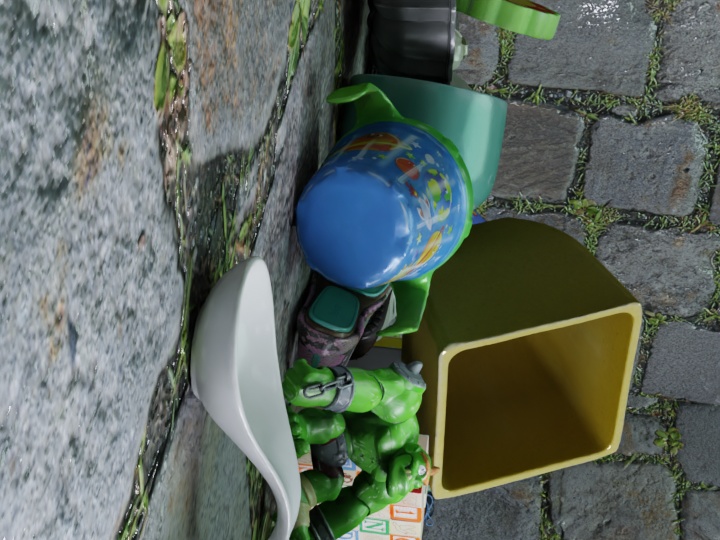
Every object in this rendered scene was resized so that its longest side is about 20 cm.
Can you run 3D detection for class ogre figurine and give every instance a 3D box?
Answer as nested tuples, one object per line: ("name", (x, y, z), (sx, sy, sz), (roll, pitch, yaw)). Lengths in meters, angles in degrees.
("ogre figurine", (-0.009, 0.135, 1.027), (0.098, 0.119, 0.203), (34, -45, 56))

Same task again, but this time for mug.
("mug", (0.055, -0.110, 1.272), (0.185, 0.150, 0.116), (-7, 106, -84))

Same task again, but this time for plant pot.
("plant pot", (0.127, 0.061, 1.293), (0.201, 0.193, 0.196), (-118, -159, -46))

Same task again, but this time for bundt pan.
("bundt pan", (0.044, -0.266, 1.274), (0.202, 0.075, 0.205), (177, -90, -88))

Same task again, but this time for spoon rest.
("spoon rest", (-0.063, 0.090, 0.766), (0.100, 0.060, 0.203), (-69, 165, -69))

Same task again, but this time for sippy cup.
("sippy cup", (0.012, -0.046, 1.078), (0.140, 0.178, 0.130), (-46, 177, 22))

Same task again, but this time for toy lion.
("toy lion", (0.120, -0.294, 1.454), (0.200, 0.189, 0.069), (-76, -175, -73))

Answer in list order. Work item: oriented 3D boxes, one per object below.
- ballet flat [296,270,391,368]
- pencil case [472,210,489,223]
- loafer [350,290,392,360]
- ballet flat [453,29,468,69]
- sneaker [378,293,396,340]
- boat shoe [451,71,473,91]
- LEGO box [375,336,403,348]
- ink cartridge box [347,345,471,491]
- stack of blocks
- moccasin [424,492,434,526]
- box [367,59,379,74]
("ballet flat", (-0.019, 0.036, 1.163), (0.200, 0.068, 0.072), (-63, 176, -64))
("pencil case", (0.079, -0.062, 1.499), (0.200, 0.086, 0.079), (37, 74, -46))
("loafer", (0.000, 0.000, 1.295), (0.072, 0.072, 0.202), (104, 3, -50))
("ballet flat", (0.085, -0.244, 1.480), (0.200, 0.068, 0.071), (-62, 157, -74))
("sneaker", (0.035, 0.014, 1.531), (0.201, 0.080, 0.077), (-72, 168, -59))
("boat shoe", (0.073, -0.162, 1.455), (0.060, 0.074, 0.200), (-45, -175, 26))
("LEGO box", (0.087, 0.162, 1.600), (0.077, 0.197, 0.151), (67, 29, -78))
("ink cartridge box", (0.045, 0.161, 1.453), (0.201, 0.143, 0.085), (84, 13, -61))
("stack of blocks", (0.001, 0.170, 1.191), (0.201, 0.113, 0.059), (87, 11, -53))
("moccasin", (0.129, 0.508, 2.950), (0.200, 0.067, 0.082), (-63, 158, -74))
("box", (0.032, -0.176, 1.525), (0.201, 0.037, 0.138), (87, 10, -54))
